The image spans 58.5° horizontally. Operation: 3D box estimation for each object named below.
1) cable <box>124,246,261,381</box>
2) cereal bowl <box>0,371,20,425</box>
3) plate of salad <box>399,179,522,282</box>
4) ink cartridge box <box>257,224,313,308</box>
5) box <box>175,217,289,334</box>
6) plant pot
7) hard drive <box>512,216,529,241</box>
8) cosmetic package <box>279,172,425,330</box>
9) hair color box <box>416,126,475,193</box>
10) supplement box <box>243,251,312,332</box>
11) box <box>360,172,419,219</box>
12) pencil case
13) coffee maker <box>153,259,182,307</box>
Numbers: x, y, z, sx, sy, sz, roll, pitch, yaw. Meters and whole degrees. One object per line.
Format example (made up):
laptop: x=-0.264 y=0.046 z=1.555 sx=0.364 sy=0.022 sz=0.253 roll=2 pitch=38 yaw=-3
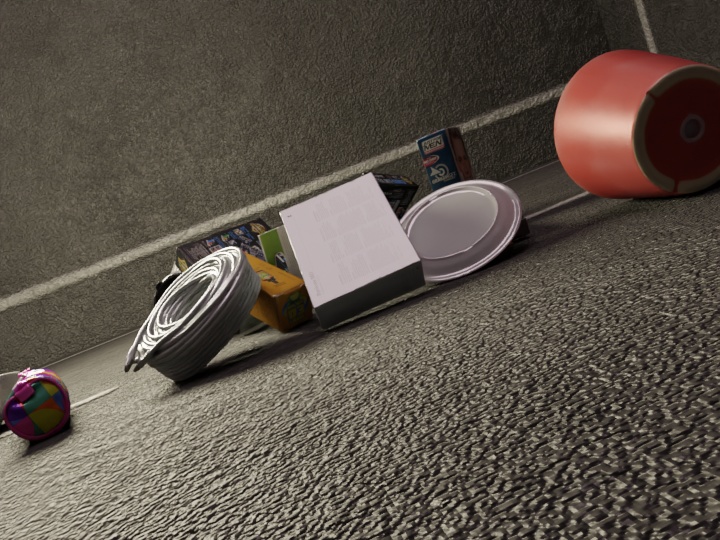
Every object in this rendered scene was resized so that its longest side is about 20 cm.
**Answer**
cable: x=-0.226 y=0.058 z=0.906 sx=0.197 sy=0.070 sz=0.202 roll=-31 pitch=28 yaw=19
cereal bowl: x=-0.686 y=0.247 z=1.117 sx=0.195 sy=0.085 sz=0.200 roll=-20 pitch=-3 yaw=-1
plate of salad: x=0.132 y=-0.052 z=0.897 sx=0.196 sy=0.048 sz=0.203 roll=-20 pitch=39 yaw=17
ink cartridge box: x=-0.052 y=-0.025 z=1.042 sx=0.196 sy=0.151 sz=0.075 roll=-18 pitch=3 yaw=27
box: x=-0.206 y=0.001 z=1.185 sx=0.196 sy=0.199 sz=0.050 roll=-25 pitch=-33 yaw=-42
plant pot: x=0.369 y=-0.180 z=0.812 sx=0.196 sy=0.205 sz=0.178 roll=-20 pitch=14 yaw=0
hard drive: x=0.177 y=-0.052 z=1.027 sx=0.137 sy=0.039 sz=0.200 roll=-21 pitch=4 yaw=-1
cosmetic package: x=-0.016 y=-0.033 z=0.877 sx=0.147 sy=0.052 sz=0.202 roll=-21 pitch=46 yaw=-4
hair color box: x=0.174 y=-0.155 z=1.177 sx=0.059 sy=0.205 sz=0.100 roll=-17 pitch=6 yaw=27
supplement box: x=-0.157 y=0.030 z=1.011 sx=0.066 sy=0.071 sz=0.198 roll=-23 pitch=27 yaw=-33
box: x=0.021 y=-0.096 z=1.298 sx=0.199 sy=0.049 sz=0.201 roll=-14 pitch=-44 yaw=-61
pencil case: x=-0.456 y=0.184 z=0.906 sx=0.087 sy=0.091 sz=0.199 roll=-23 pitch=6 yaw=-28
coffee maker: x=-0.302 y=0.047 z=1.287 sx=0.187 sy=0.138 sz=0.201 roll=12 pitch=17 yaw=-10
